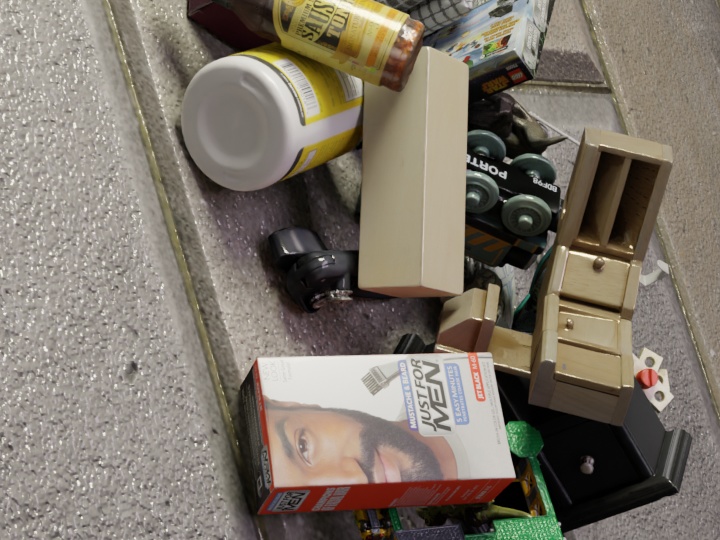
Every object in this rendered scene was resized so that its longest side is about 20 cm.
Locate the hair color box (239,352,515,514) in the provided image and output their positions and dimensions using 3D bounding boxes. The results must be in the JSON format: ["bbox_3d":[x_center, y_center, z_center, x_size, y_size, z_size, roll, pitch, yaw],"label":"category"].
[{"bbox_3d":[0.013,0.127,1.440,0.199,0.064,0.111,-1,64,-18],"label":"hair color box"}]

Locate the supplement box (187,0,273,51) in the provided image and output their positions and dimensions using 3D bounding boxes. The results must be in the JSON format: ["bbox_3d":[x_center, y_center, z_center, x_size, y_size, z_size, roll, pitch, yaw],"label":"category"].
[{"bbox_3d":[-0.083,-0.306,1.603,0.086,0.110,0.201,29,49,-43],"label":"supplement box"}]

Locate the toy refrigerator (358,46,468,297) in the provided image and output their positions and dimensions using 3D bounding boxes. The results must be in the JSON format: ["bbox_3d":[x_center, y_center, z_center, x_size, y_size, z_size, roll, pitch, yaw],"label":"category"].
[{"bbox_3d":[0.043,-0.081,1.542,0.076,0.070,0.201,12,77,-59],"label":"toy refrigerator"}]

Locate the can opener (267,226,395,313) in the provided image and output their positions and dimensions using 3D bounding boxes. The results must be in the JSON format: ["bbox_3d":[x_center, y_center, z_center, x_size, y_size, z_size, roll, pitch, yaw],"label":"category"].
[{"bbox_3d":[0.000,0.000,1.588,0.200,0.063,0.079,6,66,-53],"label":"can opener"}]

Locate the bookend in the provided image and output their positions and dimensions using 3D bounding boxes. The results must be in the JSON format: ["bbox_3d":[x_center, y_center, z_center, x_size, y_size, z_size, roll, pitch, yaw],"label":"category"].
[{"bbox_3d":[0.155,0.126,1.608,0.199,0.199,0.092,59,28,-15],"label":"bookend"}]

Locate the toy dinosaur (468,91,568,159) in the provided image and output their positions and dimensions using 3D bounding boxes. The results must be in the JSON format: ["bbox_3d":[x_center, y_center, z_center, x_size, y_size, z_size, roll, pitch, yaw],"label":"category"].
[{"bbox_3d":[0.129,-0.137,1.718,0.102,0.199,0.077,39,62,-42],"label":"toy dinosaur"}]

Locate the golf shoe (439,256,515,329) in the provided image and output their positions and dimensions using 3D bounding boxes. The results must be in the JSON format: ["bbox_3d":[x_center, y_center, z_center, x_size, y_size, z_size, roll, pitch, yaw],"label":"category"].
[{"bbox_3d":[0.117,-0.002,1.771,0.097,0.078,0.201,60,31,-50],"label":"golf shoe"}]

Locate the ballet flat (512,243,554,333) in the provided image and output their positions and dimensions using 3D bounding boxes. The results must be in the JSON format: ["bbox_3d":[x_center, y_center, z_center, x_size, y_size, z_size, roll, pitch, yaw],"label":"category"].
[{"bbox_3d":[0.189,0.033,1.751,0.200,0.074,0.075,95,-18,-76],"label":"ballet flat"}]

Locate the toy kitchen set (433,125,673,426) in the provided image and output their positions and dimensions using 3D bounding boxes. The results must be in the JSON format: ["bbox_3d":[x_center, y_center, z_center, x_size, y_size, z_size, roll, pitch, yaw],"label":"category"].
[{"bbox_3d":[0.163,-0.006,1.534,0.200,0.162,0.181,-75,178,-64],"label":"toy kitchen set"}]

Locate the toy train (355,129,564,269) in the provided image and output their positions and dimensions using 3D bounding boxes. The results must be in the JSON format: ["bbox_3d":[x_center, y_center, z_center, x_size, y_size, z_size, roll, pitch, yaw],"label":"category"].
[{"bbox_3d":[0.091,-0.068,1.658,0.199,0.114,0.085,22,45,-11],"label":"toy train"}]

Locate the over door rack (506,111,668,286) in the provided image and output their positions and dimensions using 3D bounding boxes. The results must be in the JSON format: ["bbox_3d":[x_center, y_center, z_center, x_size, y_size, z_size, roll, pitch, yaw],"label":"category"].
[{"bbox_3d":[0.231,-0.071,1.941,0.199,0.067,0.148,20,54,-24],"label":"over door rack"}]

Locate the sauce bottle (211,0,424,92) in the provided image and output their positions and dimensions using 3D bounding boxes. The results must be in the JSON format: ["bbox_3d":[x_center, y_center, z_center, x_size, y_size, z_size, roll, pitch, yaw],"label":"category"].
[{"bbox_3d":[-0.048,-0.208,1.484,0.199,0.066,0.066,21,42,3],"label":"sauce bottle"}]

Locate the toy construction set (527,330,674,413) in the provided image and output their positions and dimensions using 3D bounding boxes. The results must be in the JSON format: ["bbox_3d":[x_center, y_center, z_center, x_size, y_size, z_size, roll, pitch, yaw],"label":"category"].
[{"bbox_3d":[0.199,0.113,1.706,0.092,0.200,0.132,-23,83,-34],"label":"toy construction set"}]

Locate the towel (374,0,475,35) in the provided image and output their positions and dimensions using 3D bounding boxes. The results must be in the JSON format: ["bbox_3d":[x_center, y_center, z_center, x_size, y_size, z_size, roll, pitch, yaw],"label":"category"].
[{"bbox_3d":[0.034,-0.299,1.720,0.085,0.165,0.201,37,44,-32],"label":"towel"}]

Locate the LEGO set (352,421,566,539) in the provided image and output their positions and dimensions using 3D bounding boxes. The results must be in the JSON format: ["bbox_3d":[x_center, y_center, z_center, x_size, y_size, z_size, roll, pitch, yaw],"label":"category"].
[{"bbox_3d":[0.071,0.214,1.521,0.199,0.116,0.154,-9,55,-26],"label":"LEGO set"}]

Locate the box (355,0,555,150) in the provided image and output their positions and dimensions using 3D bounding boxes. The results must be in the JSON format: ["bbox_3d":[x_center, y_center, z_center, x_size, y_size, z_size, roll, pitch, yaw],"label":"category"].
[{"bbox_3d":[0.080,-0.197,1.691,0.040,0.199,0.137,50,38,-29],"label":"box"}]

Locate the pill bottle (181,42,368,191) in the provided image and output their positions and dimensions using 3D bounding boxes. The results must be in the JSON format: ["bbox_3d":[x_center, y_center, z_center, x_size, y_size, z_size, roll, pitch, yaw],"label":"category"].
[{"bbox_3d":[-0.055,-0.141,1.547,0.200,0.111,0.112,-27,94,-57],"label":"pill bottle"}]
